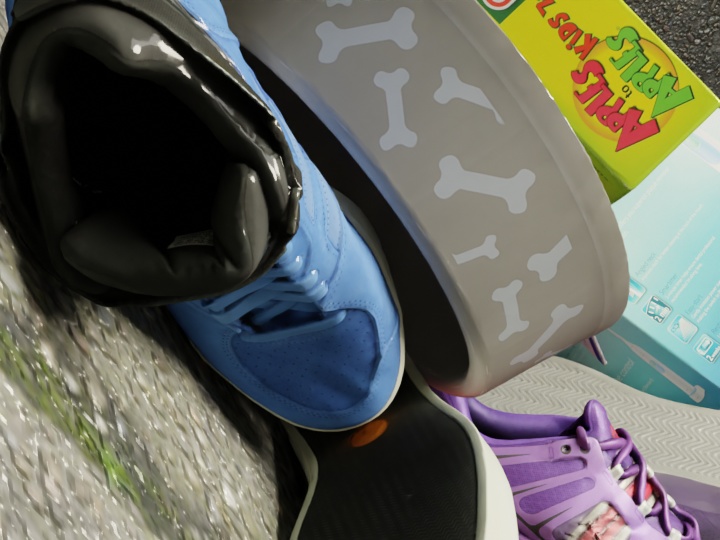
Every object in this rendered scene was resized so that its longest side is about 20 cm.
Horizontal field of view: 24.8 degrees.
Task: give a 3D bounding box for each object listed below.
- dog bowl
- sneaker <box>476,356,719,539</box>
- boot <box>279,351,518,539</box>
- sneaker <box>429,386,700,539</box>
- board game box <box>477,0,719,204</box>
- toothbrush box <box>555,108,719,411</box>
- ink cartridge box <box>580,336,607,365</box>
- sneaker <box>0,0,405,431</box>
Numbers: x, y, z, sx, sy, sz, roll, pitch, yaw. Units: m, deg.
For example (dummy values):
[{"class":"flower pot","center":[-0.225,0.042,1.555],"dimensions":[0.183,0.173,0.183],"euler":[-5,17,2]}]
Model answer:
[{"class":"dog bowl","center":[0.005,-0.039,0.582],"dimensions":[0.200,0.059,0.200],"euler":[47,-14,16]},{"class":"sneaker","center":[0.113,0.111,0.767],"dimensions":[0.074,0.200,0.116],"euler":[-54,153,-44]},{"class":"boot","center":[0.036,0.118,0.547],"dimensions":[0.144,0.072,0.200],"euler":[60,3,-18]},{"class":"sneaker","center":[0.102,0.102,0.674],"dimensions":[0.200,0.084,0.081],"euler":[26,9,3]},{"class":"board game box","center":[0.074,-0.072,0.667],"dimensions":[0.102,0.048,0.200],"euler":[47,-3,3]},{"class":"toothbrush box","center":[0.141,-0.012,0.823],"dimensions":[0.200,0.146,0.085],"euler":[37,-33,8]},{"class":"ink cartridge box","center":[0.037,-0.050,0.680],"dimensions":[0.200,0.037,0.095],"euler":[48,-3,26]},{"class":"sneaker","center":[-0.041,-0.006,0.464],"dimensions":[0.111,0.077,0.200],"euler":[-94,163,-57]}]
